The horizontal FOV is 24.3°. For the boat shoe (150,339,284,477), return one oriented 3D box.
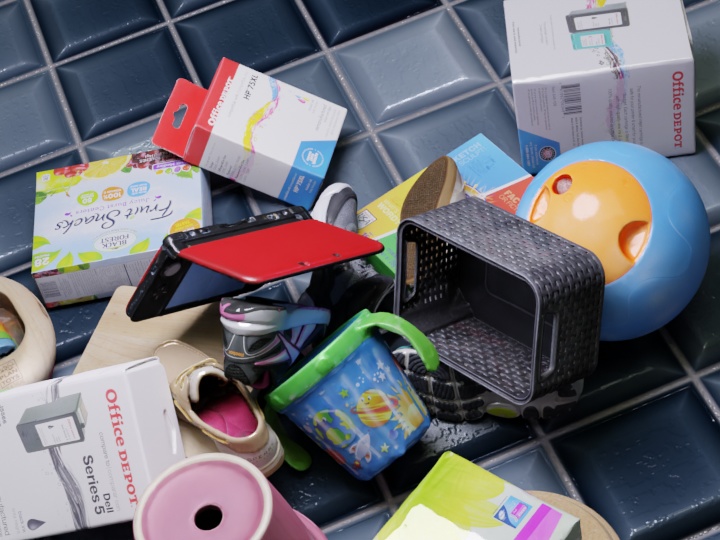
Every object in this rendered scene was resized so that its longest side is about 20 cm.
[{"bbox_3d":[-0.145,0.121,1.643,0.074,0.069,0.200,-36,51,-19],"label":"boat shoe"}]

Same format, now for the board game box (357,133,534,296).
[{"bbox_3d":[0.103,-0.052,1.853,0.199,0.040,0.153,-33,50,-16],"label":"board game box"}]

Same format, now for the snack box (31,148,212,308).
[{"bbox_3d":[-0.271,-0.054,1.922,0.199,0.068,0.169,-11,47,5],"label":"snack box"}]

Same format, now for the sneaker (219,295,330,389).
[{"bbox_3d":[-0.094,0.072,1.647,0.080,0.200,0.087,10,93,22],"label":"sneaker"}]

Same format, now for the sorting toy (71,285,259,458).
[{"bbox_3d":[-0.193,0.123,1.747,0.199,0.070,0.199,7,51,19],"label":"sorting toy"}]

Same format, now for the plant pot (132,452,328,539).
[{"bbox_3d":[-0.124,0.269,1.529,0.199,0.180,0.201,-7,47,7],"label":"plant pot"}]

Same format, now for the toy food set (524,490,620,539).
[{"bbox_3d":[0.151,0.292,1.534,0.199,0.049,0.198,-33,50,-16],"label":"toy food set"}]

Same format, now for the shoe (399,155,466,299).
[{"bbox_3d":[0.080,-0.042,1.794,0.070,0.053,0.201,-27,34,34],"label":"shoe"}]

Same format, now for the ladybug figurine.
[{"bbox_3d":[-0.398,0.087,1.823,0.135,0.072,0.200,-27,48,-12],"label":"ladybug figurine"}]

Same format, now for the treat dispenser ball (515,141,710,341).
[{"bbox_3d":[0.253,-0.030,1.693,0.199,0.201,0.202,-6,48,7],"label":"treat dispenser ball"}]

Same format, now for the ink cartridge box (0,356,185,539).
[{"bbox_3d":[-0.282,0.178,1.635,0.199,0.084,0.146,-13,91,19],"label":"ink cartridge box"}]

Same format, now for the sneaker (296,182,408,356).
[{"bbox_3d":[0.000,0.000,1.783,0.113,0.075,0.201,-1,66,24],"label":"sneaker"}]

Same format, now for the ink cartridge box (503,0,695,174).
[{"bbox_3d":[0.271,-0.219,1.891,0.199,0.147,0.147,-7,47,6],"label":"ink cartridge box"}]

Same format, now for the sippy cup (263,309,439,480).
[{"bbox_3d":[-0.004,0.130,1.644,0.140,0.178,0.130,-42,92,-27],"label":"sippy cup"}]

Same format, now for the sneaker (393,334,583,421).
[{"bbox_3d":[0.127,0.105,1.701,0.199,0.078,0.080,6,35,8],"label":"sneaker"}]

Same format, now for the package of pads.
[{"bbox_3d":[0.081,0.271,1.489,0.154,0.068,0.200,25,58,29],"label":"package of pads"}]

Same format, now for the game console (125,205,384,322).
[{"bbox_3d":[-0.106,0.011,1.677,0.199,0.173,0.119,-14,57,-47],"label":"game console"}]

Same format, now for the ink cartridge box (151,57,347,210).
[{"bbox_3d":[-0.128,-0.165,1.933,0.199,0.067,0.117,22,52,-6],"label":"ink cartridge box"}]

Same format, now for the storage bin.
[{"bbox_3d":[0.132,0.026,1.628,0.093,0.136,0.200,-19,33,-35],"label":"storage bin"}]
